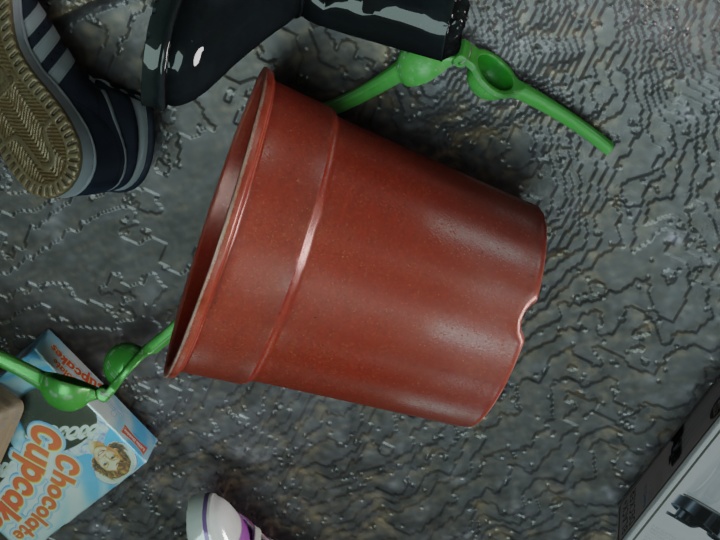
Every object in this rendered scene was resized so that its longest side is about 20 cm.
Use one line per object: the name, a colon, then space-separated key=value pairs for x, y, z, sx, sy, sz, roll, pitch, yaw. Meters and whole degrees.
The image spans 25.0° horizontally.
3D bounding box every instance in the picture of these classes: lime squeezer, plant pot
lime squeezer: x=0.064 y=-0.111 z=1.025 sx=0.199 sy=0.038 sz=0.071 roll=6 pitch=116 yaw=5
lime squeezer: x=-0.181 y=0.056 z=1.114 sx=0.199 sy=0.038 sz=0.071 roll=-13 pitch=77 yaw=-1
plant pot: x=0.000 y=0.000 z=1.012 sx=0.195 sy=0.201 sz=0.201 roll=18 pitch=116 yaw=-9

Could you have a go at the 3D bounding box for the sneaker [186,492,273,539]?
sneaker: x=-0.044 y=0.227 z=1.186 sx=0.114 sy=0.073 sz=0.201 roll=-20 pitch=120 yaw=13

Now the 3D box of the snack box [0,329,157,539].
snack box: x=-0.259 y=0.145 z=1.194 sx=0.200 sy=0.037 sz=0.116 roll=-38 pitch=103 yaw=22

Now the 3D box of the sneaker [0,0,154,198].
sneaker: x=-0.204 y=-0.132 z=1.048 sx=0.070 sy=0.108 sz=0.200 roll=-34 pitch=75 yaw=24

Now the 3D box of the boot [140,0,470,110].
boot: x=-0.022 y=-0.156 z=0.939 sx=0.168 sy=0.200 sz=0.076 roll=18 pitch=146 yaw=3

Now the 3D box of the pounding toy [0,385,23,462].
pounding toy: x=-0.353 y=0.156 z=1.118 sx=0.184 sy=0.142 sz=0.200 roll=32 pitch=109 yaw=13

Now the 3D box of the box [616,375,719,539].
box: x=0.272 y=0.132 z=1.091 sx=0.116 sy=0.060 sz=0.200 roll=29 pitch=115 yaw=-5
